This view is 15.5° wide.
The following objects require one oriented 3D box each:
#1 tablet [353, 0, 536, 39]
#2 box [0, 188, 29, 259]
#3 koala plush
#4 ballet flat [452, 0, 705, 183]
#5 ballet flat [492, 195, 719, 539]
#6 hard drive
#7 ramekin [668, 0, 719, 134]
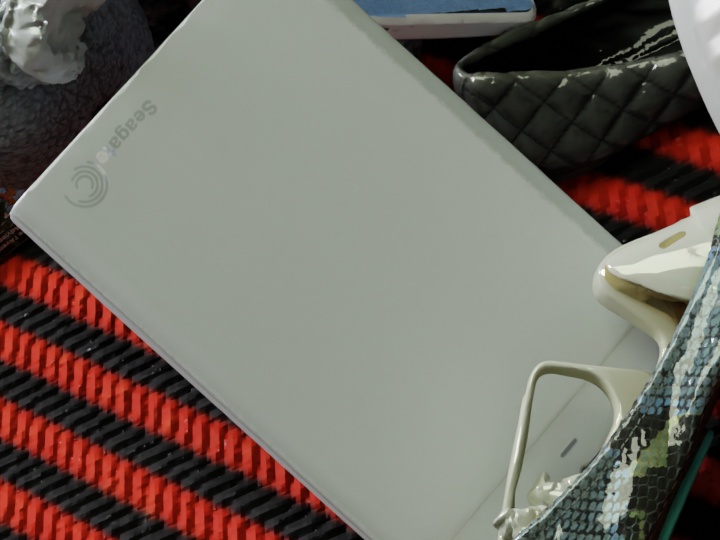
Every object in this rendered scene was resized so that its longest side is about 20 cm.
[{"bbox_3d":[-0.019,-0.171,0.988,0.014,0.130,0.201,-44,62,41],"label":"tablet"},{"bbox_3d":[-0.203,-0.065,1.192,0.136,0.038,0.200,-36,41,5],"label":"box"},{"bbox_3d":[-0.114,-0.098,0.984,0.177,0.184,0.200,-19,16,42],"label":"koala plush"},{"bbox_3d":[0.126,-0.099,0.963,0.199,0.057,0.067,-34,43,8],"label":"ballet flat"},{"bbox_3d":[0.093,0.032,0.846,0.074,0.074,0.201,13,66,43],"label":"ballet flat"},{"bbox_3d":[0.000,0.000,0.889,0.132,0.200,0.026,-48,0,-9],"label":"hard drive"},{"bbox_3d":[0.173,-0.077,0.813,0.094,0.202,0.203,-28,41,30],"label":"ramekin"}]
